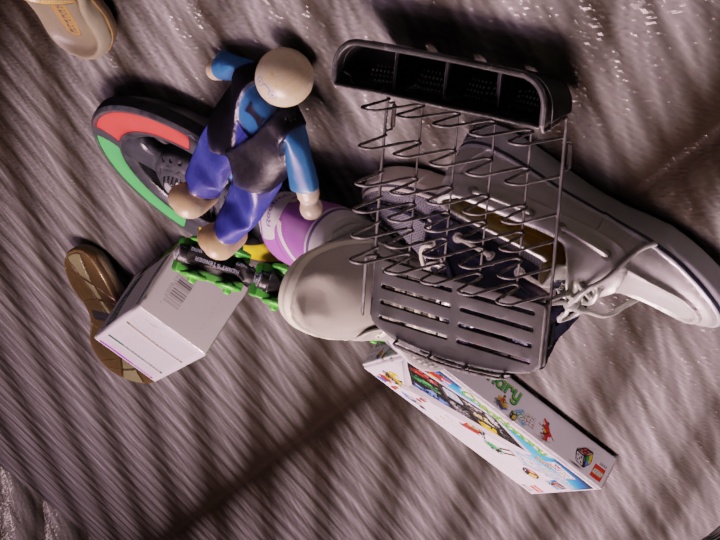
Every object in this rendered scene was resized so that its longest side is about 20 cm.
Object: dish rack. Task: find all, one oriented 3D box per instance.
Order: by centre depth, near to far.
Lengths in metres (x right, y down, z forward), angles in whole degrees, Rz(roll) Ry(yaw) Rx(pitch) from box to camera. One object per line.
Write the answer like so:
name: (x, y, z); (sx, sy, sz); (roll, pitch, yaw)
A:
dish rack: (0.053, -0.034, 1.082); (0.153, 0.054, 0.201); (16, 111, 36)

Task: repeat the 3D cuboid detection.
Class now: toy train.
toy train: (-0.060, 0.015, 1.457); (0.199, 0.042, 0.056); (19, 176, -16)

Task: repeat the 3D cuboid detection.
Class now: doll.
doll: (-0.074, -0.086, 1.252); (0.137, 0.048, 0.200); (53, 144, 15)

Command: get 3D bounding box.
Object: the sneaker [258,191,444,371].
sneaker: (0.000, -0.001, 1.366); (0.114, 0.073, 0.200); (24, 164, 47)

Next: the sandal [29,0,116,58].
sandal: (-0.232, -0.204, 1.240); (0.080, 0.054, 0.200); (21, 157, 30)

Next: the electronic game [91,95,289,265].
electronic game: (-0.129, -0.070, 1.434); (0.199, 0.042, 0.200); (29, 160, 12)

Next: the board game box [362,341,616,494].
board game box: (0.108, 0.121, 1.526); (0.200, 0.035, 0.126); (38, 160, -13)

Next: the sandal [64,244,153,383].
sandal: (-0.248, 0.043, 1.862); (0.080, 0.054, 0.201); (13, 138, 31)

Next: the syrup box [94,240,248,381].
syrup box: (-0.184, 0.041, 1.714); (0.081, 0.079, 0.200); (37, 160, -11)

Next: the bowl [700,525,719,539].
bowl: (0.348, 0.216, 1.302); (0.200, 0.094, 0.201); (29, 160, 12)

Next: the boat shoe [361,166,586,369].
boat shoe: (0.065, -0.003, 1.222); (0.199, 0.093, 0.075); (19, 156, 35)

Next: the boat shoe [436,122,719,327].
boat shoe: (0.135, -0.006, 1.123); (0.202, 0.086, 0.075); (34, 160, -1)

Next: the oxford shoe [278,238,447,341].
oxford shoe: (0.027, 0.021, 1.281); (0.199, 0.076, 0.058); (9, -169, -41)
